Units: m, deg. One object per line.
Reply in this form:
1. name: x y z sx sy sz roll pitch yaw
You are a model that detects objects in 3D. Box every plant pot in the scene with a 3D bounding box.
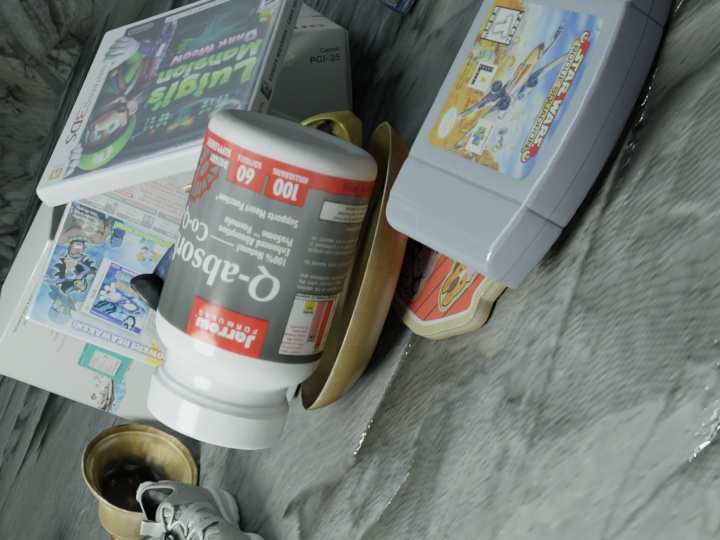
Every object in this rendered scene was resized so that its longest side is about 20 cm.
1. plant pot: 0.000 0.000 0.955 0.200 0.027 0.203 -163 90 -81

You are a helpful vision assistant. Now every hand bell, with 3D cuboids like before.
1. hand bell: -0.219 0.249 1.289 0.105 0.103 0.202 -94 19 -51

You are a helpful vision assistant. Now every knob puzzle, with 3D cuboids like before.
1. knob puzzle: 0.061 -0.045 0.876 0.220 0.030 0.221 -54 25 39

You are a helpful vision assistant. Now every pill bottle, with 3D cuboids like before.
1. pill bottle: -0.069 0.006 0.918 0.116 0.114 0.202 -133 58 -69

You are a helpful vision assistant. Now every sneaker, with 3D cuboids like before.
1. sneaker: -0.127 0.211 1.042 0.076 0.081 0.200 -68 19 1

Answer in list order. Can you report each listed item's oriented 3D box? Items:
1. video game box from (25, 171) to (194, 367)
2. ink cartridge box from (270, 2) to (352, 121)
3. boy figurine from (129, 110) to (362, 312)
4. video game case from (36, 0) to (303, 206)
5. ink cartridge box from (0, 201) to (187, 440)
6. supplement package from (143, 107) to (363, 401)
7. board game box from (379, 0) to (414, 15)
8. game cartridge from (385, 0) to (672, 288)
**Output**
1. video game box: -0.157 -0.011 1.178 0.184 0.198 0.047 -69 15 -3
2. ink cartridge box: -0.099 -0.183 1.250 0.200 0.144 0.084 -128 32 -68
3. boy figurine: -0.066 -0.032 1.005 0.200 0.125 0.064 -42 -7 4
4. video game case: -0.145 -0.141 1.079 0.198 0.023 0.183 -11 47 30
5. ink cartridge box: -0.221 0.032 1.301 0.147 0.198 0.147 -59 22 22
6. supplement package: -0.079 -0.018 1.106 0.202 0.108 0.114 -69 19 -1
7. board game box: 0.055 -0.350 1.156 0.201 0.061 0.201 -57 22 33
8. game cartridge: 0.095 -0.097 0.778 0.202 0.041 0.133 -64 29 2
